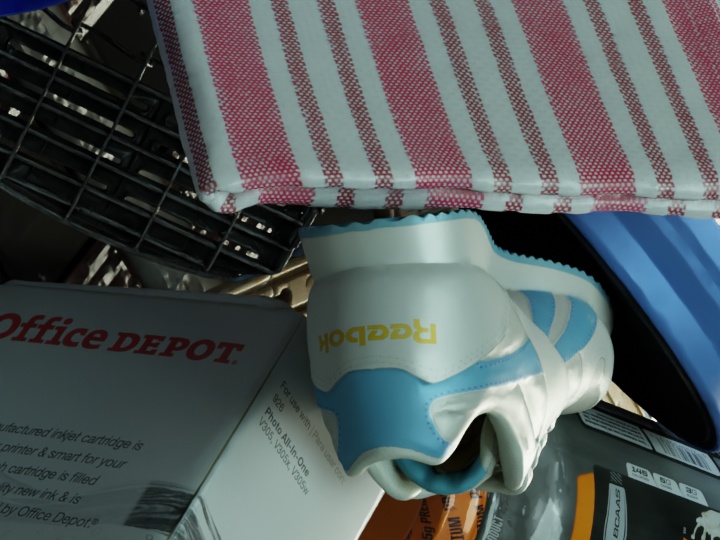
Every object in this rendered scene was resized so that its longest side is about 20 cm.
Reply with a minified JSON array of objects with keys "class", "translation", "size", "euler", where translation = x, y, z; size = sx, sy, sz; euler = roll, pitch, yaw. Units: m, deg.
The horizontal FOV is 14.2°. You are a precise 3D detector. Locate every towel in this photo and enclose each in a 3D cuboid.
[{"class":"towel","translation":[0.030,-0.068,0.924],"size":[0.200,0.146,0.030],"euler":[0,134,-16]}]

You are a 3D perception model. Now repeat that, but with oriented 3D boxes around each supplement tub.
[{"class":"supplement tub","translation":[0.067,0.105,1.086],"size":[0.200,0.122,0.123],"euler":[21,76,-41]}]

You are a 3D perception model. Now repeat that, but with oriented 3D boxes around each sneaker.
[{"class":"sneaker","translation":[0.031,0.035,0.929],"size":[0.200,0.076,0.081],"euler":[20,65,-66]}]

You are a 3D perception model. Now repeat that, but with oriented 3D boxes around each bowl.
[{"class":"bowl","translation":[0.081,-0.015,1.047],"size":[0.039,0.201,0.201],"euler":[-41,129,-6]}]

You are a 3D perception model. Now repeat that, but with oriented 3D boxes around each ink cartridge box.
[{"class":"ink cartridge box","translation":[-0.099,0.105,0.922],"size":[0.200,0.146,0.084],"euler":[-58,134,-31]}]

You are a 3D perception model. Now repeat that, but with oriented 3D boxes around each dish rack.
[{"class":"dish rack","translation":[-0.049,-0.103,0.991],"size":[0.153,0.055,0.200],"euler":[25,97,-21]}]

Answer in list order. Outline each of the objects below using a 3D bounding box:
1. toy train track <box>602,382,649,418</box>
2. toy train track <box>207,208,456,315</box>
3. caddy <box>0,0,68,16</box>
[{"class":"toy train track","translation":[0.094,0.046,1.252],"size":[0.200,0.032,0.115],"euler":[58,42,-43]},{"class":"toy train track","translation":[0.000,0.000,1.115],"size":[0.200,0.032,0.115],"euler":[-24,111,-47]},{"class":"caddy","translation":[-0.109,-0.134,0.862],"size":[0.141,0.200,0.105],"euler":[25,57,-50]}]
